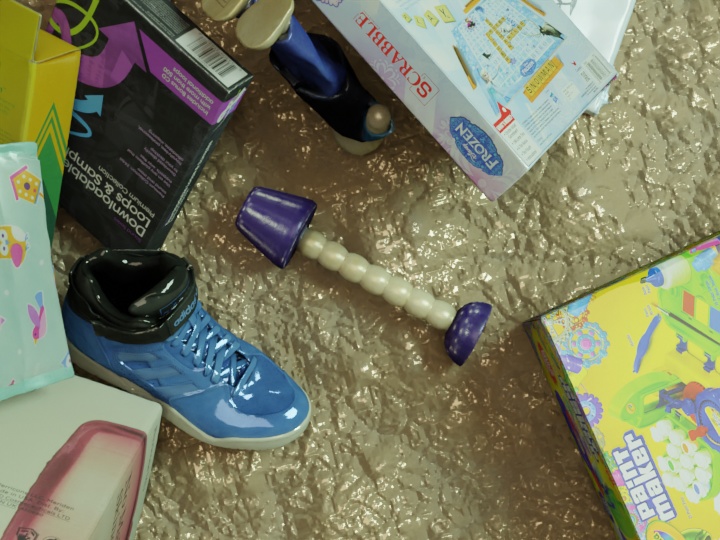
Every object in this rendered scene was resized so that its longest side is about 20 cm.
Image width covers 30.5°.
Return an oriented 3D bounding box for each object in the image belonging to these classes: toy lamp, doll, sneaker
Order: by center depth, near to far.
[{"bbox_3d":[-0.033,-0.140,0.921,0.049,0.200,0.136,-48,57,2],"label":"doll"},{"bbox_3d":[-0.122,0.052,0.944,0.198,0.112,0.077,27,52,6],"label":"sneaker"},{"bbox_3d":[0.000,0.000,0.981,0.199,0.058,0.059,30,87,0],"label":"toy lamp"}]

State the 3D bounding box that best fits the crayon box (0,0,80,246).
[{"bbox_3d":[-0.267,-0.112,0.931,0.126,0.051,0.202,28,121,20],"label":"crayon box"}]

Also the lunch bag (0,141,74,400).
[{"bbox_3d":[-0.308,0.004,0.891,0.198,0.122,0.173,-1,99,32],"label":"lunch bag"}]

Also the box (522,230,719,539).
[{"bbox_3d":[0.245,0.087,0.937,0.191,0.122,0.202,-23,87,-1],"label":"box"}]

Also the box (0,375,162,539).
[{"bbox_3d":[-0.219,0.174,0.884,0.108,0.200,0.129,17,116,2],"label":"box"}]

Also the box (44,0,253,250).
[{"bbox_3d":[-0.171,-0.109,0.935,0.143,0.200,0.036,41,44,6],"label":"box"}]

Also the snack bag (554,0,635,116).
[{"bbox_3d":[0.125,-0.239,1.012,0.198,0.021,0.191,20,87,-1],"label":"snack bag"}]

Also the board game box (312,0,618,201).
[{"bbox_3d":[0.072,-0.168,0.910,0.200,0.200,0.041,49,127,0],"label":"board game box"}]
